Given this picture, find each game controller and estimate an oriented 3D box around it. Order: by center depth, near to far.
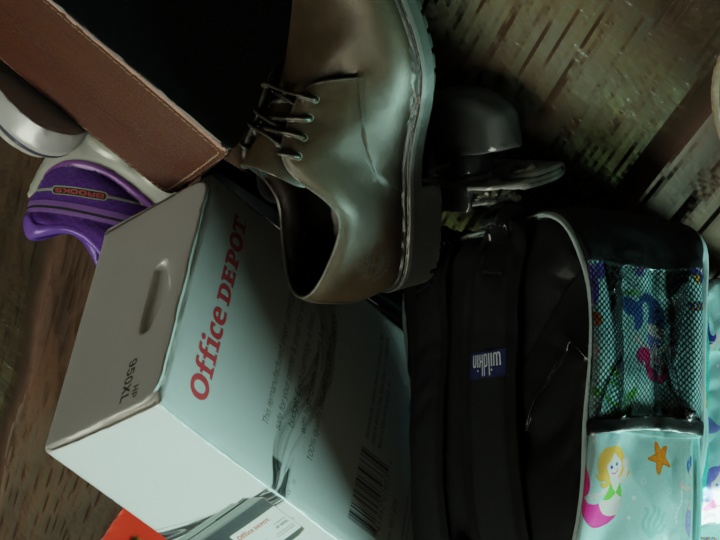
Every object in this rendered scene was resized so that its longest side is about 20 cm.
[{"bbox_3d":[0.000,0.000,1.409,0.200,0.042,0.104,33,169,10],"label":"game controller"}]

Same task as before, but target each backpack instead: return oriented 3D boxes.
[{"bbox_3d":[0.100,0.082,1.236,0.150,0.201,0.177,10,167,-26],"label":"backpack"}]

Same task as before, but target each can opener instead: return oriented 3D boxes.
[{"bbox_3d":[0.022,-0.058,1.294,0.200,0.053,0.067,1,103,52],"label":"can opener"}]

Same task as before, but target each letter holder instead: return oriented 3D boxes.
[{"bbox_3d":[-0.126,-0.143,1.269,0.200,0.101,0.142,40,162,-7],"label":"letter holder"}]

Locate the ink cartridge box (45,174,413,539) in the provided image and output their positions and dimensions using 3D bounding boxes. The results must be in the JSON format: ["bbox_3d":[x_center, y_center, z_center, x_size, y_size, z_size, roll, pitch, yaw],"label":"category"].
[{"bbox_3d":[-0.046,0.072,1.295,0.084,0.145,0.200,-25,129,35],"label":"ink cartridge box"}]

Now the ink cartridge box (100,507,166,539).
[{"bbox_3d":[-0.034,0.129,1.457,0.160,0.200,0.047,40,159,-16],"label":"ink cartridge box"}]

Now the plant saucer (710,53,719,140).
[{"bbox_3d":[0.233,-0.042,1.030,0.200,0.037,0.201,30,156,15],"label":"plant saucer"}]

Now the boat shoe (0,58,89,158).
[{"bbox_3d":[-0.209,-0.113,1.387,0.200,0.072,0.066,47,122,32],"label":"boat shoe"}]

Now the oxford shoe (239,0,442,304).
[{"bbox_3d":[-0.014,-0.076,1.189,0.073,0.084,0.201,20,122,53],"label":"oxford shoe"}]

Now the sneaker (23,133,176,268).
[{"bbox_3d":[-0.093,0.008,1.390,0.200,0.084,0.081,34,170,-11],"label":"sneaker"}]
